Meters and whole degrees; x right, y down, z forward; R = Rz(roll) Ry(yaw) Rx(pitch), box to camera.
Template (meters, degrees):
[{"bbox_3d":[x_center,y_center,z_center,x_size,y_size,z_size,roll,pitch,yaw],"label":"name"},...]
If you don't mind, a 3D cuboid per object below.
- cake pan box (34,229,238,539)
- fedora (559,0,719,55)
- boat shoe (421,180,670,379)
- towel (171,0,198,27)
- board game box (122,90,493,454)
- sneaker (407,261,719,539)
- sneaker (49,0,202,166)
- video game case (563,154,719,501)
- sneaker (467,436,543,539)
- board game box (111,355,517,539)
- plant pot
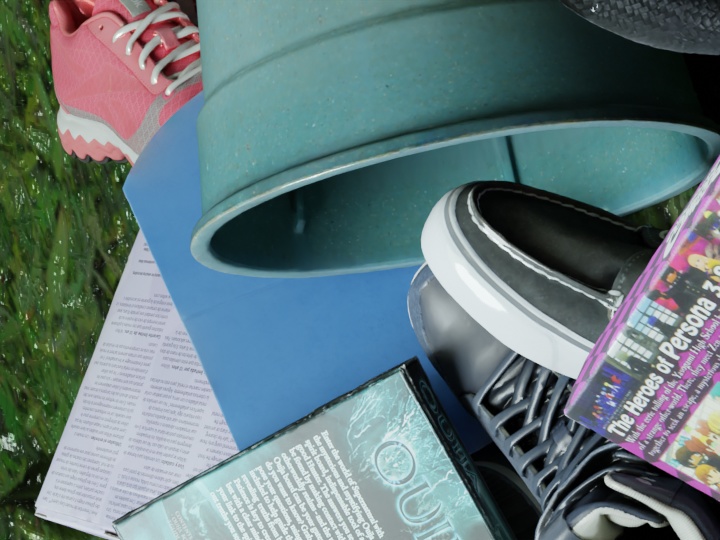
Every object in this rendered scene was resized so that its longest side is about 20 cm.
[{"bbox_3d":[-0.060,0.044,1.168,0.200,0.052,0.184,4,70,55],"label":"cake pan box"},{"bbox_3d":[0.116,-0.163,0.842,0.092,0.200,0.201,83,170,-83],"label":"fedora"},{"bbox_3d":[0.119,0.015,0.885,0.200,0.069,0.057,28,130,0],"label":"boat shoe"},{"bbox_3d":[-0.042,-0.174,1.173,0.200,0.023,0.144,-4,99,59],"label":"towel"},{"bbox_3d":[0.000,0.000,1.059,0.039,0.158,0.200,90,156,-63],"label":"board game box"},{"bbox_3d":[0.074,0.063,0.919,0.202,0.146,0.077,41,112,19],"label":"sneaker"},{"bbox_3d":[-0.099,-0.093,1.211,0.200,0.074,0.087,13,125,56],"label":"sneaker"},{"bbox_3d":[0.182,0.020,0.787,0.181,0.036,0.200,27,135,0],"label":"video game case"},{"bbox_3d":[0.100,0.149,1.038,0.070,0.082,0.200,-23,101,28],"label":"sneaker"},{"bbox_3d":[0.011,0.151,0.981,0.135,0.028,0.200,-29,89,14],"label":"board game box"},{"bbox_3d":[0.019,-0.116,0.958,0.200,0.200,0.196,-30,68,56],"label":"plant pot"}]
